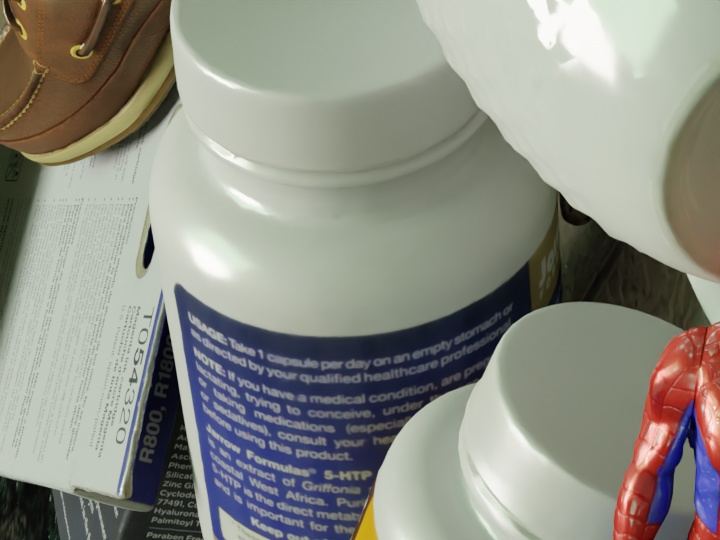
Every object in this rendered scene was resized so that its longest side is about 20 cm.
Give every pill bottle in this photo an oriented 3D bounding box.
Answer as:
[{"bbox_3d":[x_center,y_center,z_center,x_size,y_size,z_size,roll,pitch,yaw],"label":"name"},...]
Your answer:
[{"bbox_3d":[0.000,0.000,0.868,0.120,0.119,0.201,-105,7,-48],"label":"pill bottle"},{"bbox_3d":[0.042,0.107,0.815,0.110,0.109,0.201,-104,27,-47],"label":"pill bottle"}]

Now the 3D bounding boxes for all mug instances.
[{"bbox_3d":[0.086,-0.069,0.720,0.201,0.147,0.176,80,172,-46],"label":"mug"}]

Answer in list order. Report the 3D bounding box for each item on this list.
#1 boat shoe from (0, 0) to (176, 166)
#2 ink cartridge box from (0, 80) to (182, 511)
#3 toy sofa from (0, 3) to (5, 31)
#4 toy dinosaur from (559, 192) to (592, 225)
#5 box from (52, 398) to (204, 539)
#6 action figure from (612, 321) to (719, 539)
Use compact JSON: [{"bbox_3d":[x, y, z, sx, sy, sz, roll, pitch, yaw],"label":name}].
[{"bbox_3d":[-0.078,-0.097,0.915,0.200,0.067,0.072,-38,43,52],"label":"boat shoe"},{"bbox_3d":[-0.078,-0.022,0.998,0.200,0.043,0.197,4,80,63],"label":"ink cartridge box"},{"bbox_3d":[-0.177,-0.027,1.046,0.083,0.097,0.201,7,82,65],"label":"toy sofa"},{"bbox_3d":[0.036,-0.089,0.972,0.200,0.060,0.106,57,142,26],"label":"toy dinosaur"},{"bbox_3d":[-0.043,0.030,1.103,0.148,0.104,0.201,-107,30,-50],"label":"box"},{"bbox_3d":[0.090,0.079,0.697,0.052,0.065,0.201,-65,-18,-55],"label":"action figure"}]
